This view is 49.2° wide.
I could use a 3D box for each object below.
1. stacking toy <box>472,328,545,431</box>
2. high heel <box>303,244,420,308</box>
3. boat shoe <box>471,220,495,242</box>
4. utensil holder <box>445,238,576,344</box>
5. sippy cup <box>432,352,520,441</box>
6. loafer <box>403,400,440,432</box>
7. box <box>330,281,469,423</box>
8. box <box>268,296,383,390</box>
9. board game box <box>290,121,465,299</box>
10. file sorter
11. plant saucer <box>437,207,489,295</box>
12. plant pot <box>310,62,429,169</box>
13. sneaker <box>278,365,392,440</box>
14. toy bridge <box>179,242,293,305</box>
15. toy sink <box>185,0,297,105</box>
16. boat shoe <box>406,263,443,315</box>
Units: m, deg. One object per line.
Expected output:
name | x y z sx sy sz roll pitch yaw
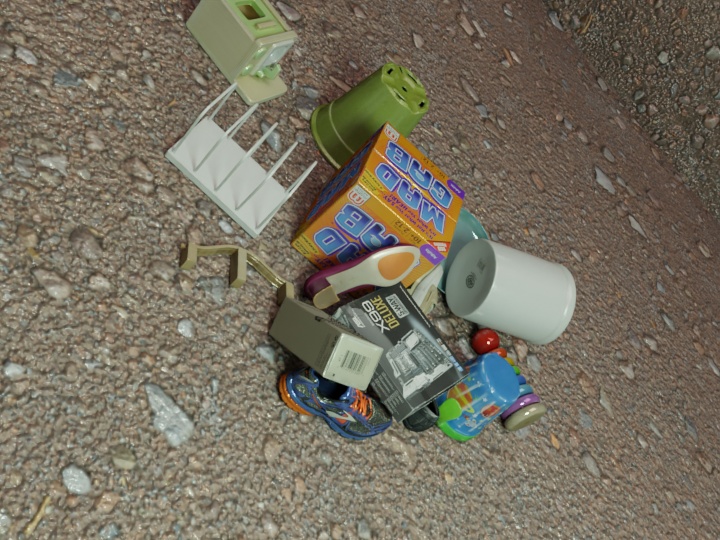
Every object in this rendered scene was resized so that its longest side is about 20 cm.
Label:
stacking toy | 0.274 0.203 1.517 0.085 0.085 0.201 2 53 -44
high heel | 0.000 0.000 1.306 0.068 0.199 0.096 61 -4 -23
boat shoe | 0.264 -0.040 1.704 0.200 0.072 0.068 51 5 12
utensil holder | 0.290 0.041 1.542 0.199 0.170 0.171 17 49 -27
sippy cup | 0.205 0.213 1.387 0.139 0.130 0.179 37 40 -19
loafer | 0.083 0.173 1.344 0.068 0.070 0.202 0 60 -44
box | 0.062 0.126 1.277 0.157 0.050 0.201 -21 69 -46
box | -0.055 0.105 1.167 0.082 0.069 0.200 24 1 -33
board game box | 0.035 -0.094 1.401 0.199 0.200 0.200 39 40 -14
file sorter | -0.190 -0.188 1.312 0.200 0.124 0.139 43 40 -11
plant saucer | 0.191 -0.036 1.613 0.199 0.027 0.202 12 69 -32
plant pot | 0.034 -0.310 1.578 0.199 0.190 0.201 26 44 -28
sneaker | -0.026 0.201 1.206 0.199 0.078 0.076 25 46 -29
toy bridge | -0.194 -0.005 1.242 0.199 0.027 0.068 24 44 -31
toy sink | -0.208 -0.436 1.497 0.201 0.112 0.130 53 39 1
boat shoe | 0.107 0.052 1.469 0.069 0.075 0.200 52 45 -8
